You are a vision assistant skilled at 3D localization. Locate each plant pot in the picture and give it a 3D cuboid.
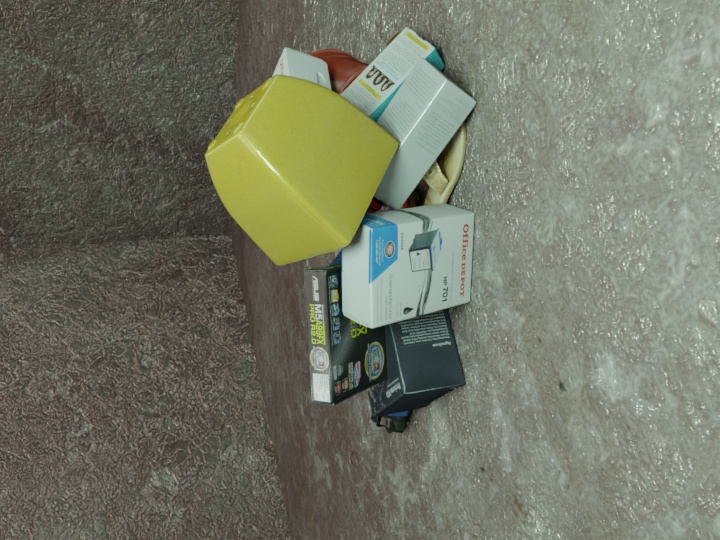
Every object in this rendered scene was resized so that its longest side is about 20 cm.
[{"bbox_3d":[-0.019,-0.314,1.260,0.195,0.197,0.205,32,126,58],"label":"plant pot"},{"bbox_3d":[-0.101,-0.155,0.947,0.194,0.200,0.196,-11,45,50],"label":"plant pot"}]

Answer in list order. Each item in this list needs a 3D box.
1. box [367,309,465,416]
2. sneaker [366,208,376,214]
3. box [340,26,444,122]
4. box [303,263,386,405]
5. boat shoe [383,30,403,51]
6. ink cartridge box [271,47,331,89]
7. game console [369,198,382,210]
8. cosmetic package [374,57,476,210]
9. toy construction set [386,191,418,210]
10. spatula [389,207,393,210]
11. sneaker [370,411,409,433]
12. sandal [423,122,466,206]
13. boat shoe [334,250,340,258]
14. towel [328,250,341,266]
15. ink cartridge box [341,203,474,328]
[{"bbox_3d":[0.077,0.134,1.176,0.197,0.115,0.204,123,137,-63],"label":"box"},{"bbox_3d":[0.041,-0.026,1.274,0.104,0.074,0.203,36,145,57],"label":"sneaker"},{"bbox_3d":[0.035,-0.287,1.064,0.082,0.200,0.049,49,-174,36],"label":"box"},{"bbox_3d":[-0.020,0.091,1.042,0.044,0.159,0.205,1,96,34],"label":"box"},{"bbox_3d":[0.072,-0.307,1.125,0.069,0.070,0.204,-4,68,31],"label":"boat shoe"},{"bbox_3d":[-0.128,-0.264,1.173,0.201,0.083,0.146,-55,34,38],"label":"ink cartridge box"},{"bbox_3d":[-0.032,-0.172,1.287,0.031,0.176,0.200,-52,2,9],"label":"game console"},{"bbox_3d":[0.076,-0.208,1.013,0.201,0.071,0.102,-53,36,19],"label":"cosmetic package"},{"bbox_3d":[0.073,-0.131,1.160,0.131,0.090,0.204,114,158,-67],"label":"toy construction set"},{"bbox_3d":[0.071,-0.163,1.262,0.057,0.020,0.203,-118,29,-53],"label":"spatula"},{"bbox_3d":[0.044,0.262,1.375,0.199,0.075,0.114,34,118,60],"label":"sneaker"},{"bbox_3d":[0.111,-0.152,1.060,0.078,0.068,0.215,-116,27,-48],"label":"sandal"},{"bbox_3d":[-0.023,-0.020,1.435,0.066,0.071,0.202,96,161,-47],"label":"boat shoe"},{"bbox_3d":[0.000,0.000,1.235,0.113,0.048,0.200,60,144,11],"label":"towel"},{"bbox_3d":[0.072,-0.013,0.996,0.085,0.197,0.150,22,118,53],"label":"ink cartridge box"}]
